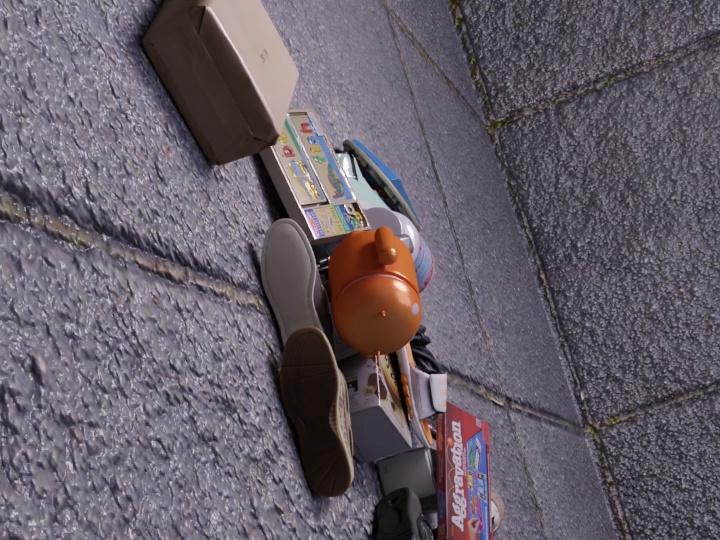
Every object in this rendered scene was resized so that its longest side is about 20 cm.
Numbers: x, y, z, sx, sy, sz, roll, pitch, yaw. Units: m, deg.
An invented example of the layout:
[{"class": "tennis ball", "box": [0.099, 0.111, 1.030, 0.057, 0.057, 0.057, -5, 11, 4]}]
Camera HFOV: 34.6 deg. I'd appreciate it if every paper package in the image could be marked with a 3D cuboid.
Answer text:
[{"class": "paper package", "box": [-0.169, -0.263, 1.436, 0.200, 0.103, 0.191, -81, 147, -58]}]

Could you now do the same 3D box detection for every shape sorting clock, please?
[{"class": "shape sorting clock", "box": [0.033, -0.140, 1.959, 0.200, 0.039, 0.200, 52, -7, 9]}]

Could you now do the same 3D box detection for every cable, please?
[{"class": "cable", "box": [0.081, 0.161, 1.738, 0.200, 0.050, 0.164, 2, 73, -75]}]

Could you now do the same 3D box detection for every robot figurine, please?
[{"class": "robot figurine", "box": [0.018, 0.029, 1.470, 0.117, 0.144, 0.201, 41, 23, -28]}]

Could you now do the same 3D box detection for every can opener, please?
[{"class": "can opener", "box": [0.000, 0.000, 1.610, 0.199, 0.053, 0.067, -15, 83, -43]}]

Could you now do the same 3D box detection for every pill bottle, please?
[{"class": "pill bottle", "box": [0.047, -0.029, 1.805, 0.200, 0.108, 0.109, 48, 25, -69]}]

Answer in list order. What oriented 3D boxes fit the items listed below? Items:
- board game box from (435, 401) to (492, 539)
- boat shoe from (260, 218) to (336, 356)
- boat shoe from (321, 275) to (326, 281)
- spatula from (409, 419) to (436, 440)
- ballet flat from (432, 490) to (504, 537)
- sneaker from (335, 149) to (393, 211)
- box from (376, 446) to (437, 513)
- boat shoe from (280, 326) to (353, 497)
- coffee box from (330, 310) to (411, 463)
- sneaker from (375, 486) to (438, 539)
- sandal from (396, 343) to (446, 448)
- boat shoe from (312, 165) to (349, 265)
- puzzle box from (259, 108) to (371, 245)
[{"class": "board game box", "box": [0.142, 0.288, 1.586, 0.103, 0.019, 0.201, 30, 48, -38]}, {"class": "boat shoe", "box": [-0.075, 0.036, 1.446, 0.060, 0.071, 0.201, 14, 61, -78]}, {"class": "boat shoe", "box": [-0.034, -0.056, 1.707, 0.067, 0.057, 0.201, 48, 27, -52]}, {"class": "spatula", "box": [0.076, 0.216, 1.650, 0.199, 0.021, 0.057, 33, 39, -3]}, {"class": "ballet flat", "box": [0.152, 0.363, 1.624, 0.200, 0.067, 0.068, -32, 78, -41]}, {"class": "sneaker", "box": [0.002, -0.131, 1.880, 0.200, 0.073, 0.119, 25, 49, -67]}, {"class": "box", "box": [0.098, 0.304, 1.665, 0.200, 0.082, 0.069, 30, 43, -64]}, {"class": "boat shoe", "box": [-0.049, 0.167, 1.381, 0.063, 0.073, 0.202, 9, 73, -78]}, {"class": "coffee box", "box": [0.007, 0.140, 1.559, 0.113, 0.079, 0.201, 56, 21, -44]}, {"class": "sneaker", "box": [0.064, 0.373, 1.475, 0.115, 0.076, 0.200, 59, 13, -14]}, {"class": "sandal", "box": [0.085, 0.137, 1.564, 0.079, 0.059, 0.208, -23, 100, -83]}, {"class": "boat shoe", "box": [-0.057, -0.101, 1.663, 0.062, 0.072, 0.201, 53, 28, -53]}, {"class": "puzzle box", "box": [-0.072, -0.133, 1.605, 0.133, 0.025, 0.201, -14, 75, -52]}]
